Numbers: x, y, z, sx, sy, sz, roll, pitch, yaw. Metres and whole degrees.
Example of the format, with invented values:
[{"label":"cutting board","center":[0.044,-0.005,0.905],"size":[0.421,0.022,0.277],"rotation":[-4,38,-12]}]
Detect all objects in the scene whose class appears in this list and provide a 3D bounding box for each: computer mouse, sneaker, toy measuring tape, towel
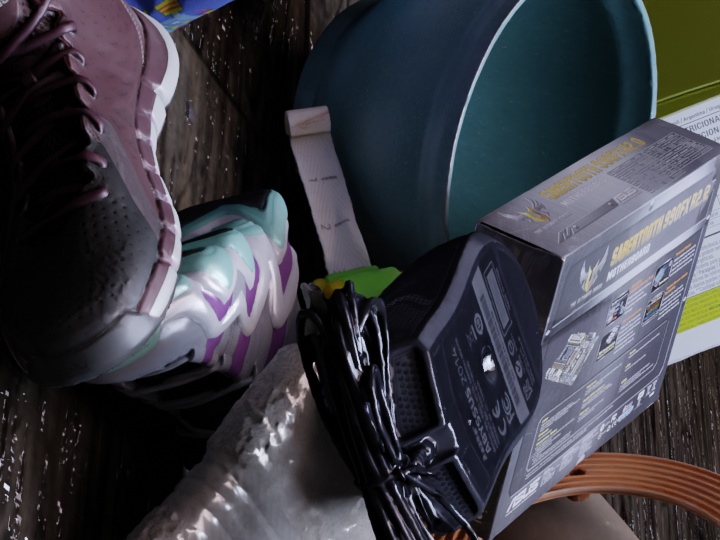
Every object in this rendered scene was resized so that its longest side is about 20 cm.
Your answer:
[{"label":"computer mouse","center":[0.023,0.045,0.803],"size":[0.200,0.053,0.139],"rotation":[-45,119,-63]},{"label":"sneaker","center":[-0.123,-0.057,0.724],"size":[0.116,0.076,0.200],"rotation":[54,19,-39]},{"label":"sneaker","center":[-0.056,0.052,0.817],"size":[0.200,0.078,0.140],"rotation":[-40,116,-68]},{"label":"toy measuring tape","center":[0.000,0.000,0.917],"size":[0.074,0.073,0.200],"rotation":[36,36,-62]},{"label":"towel","center":[-0.027,0.132,0.813],"size":[0.133,0.034,0.200],"rotation":[-52,139,-22]}]

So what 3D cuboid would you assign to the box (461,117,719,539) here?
[{"label":"box","center":[0.108,0.025,0.998],"size":[0.200,0.048,0.159],"rotation":[-31,138,-52]}]

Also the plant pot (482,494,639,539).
[{"label":"plant pot","center":[0.099,0.201,1.041],"size":[0.200,0.200,0.175],"rotation":[57,10,-45]}]

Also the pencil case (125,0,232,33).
[{"label":"pencil case","center":[-0.037,-0.165,0.824],"size":[0.087,0.200,0.078],"rotation":[52,31,-28]}]

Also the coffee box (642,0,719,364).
[{"label":"coffee box","center":[0.176,-0.074,1.308],"size":[0.200,0.200,0.198],"rotation":[-102,168,-52]}]

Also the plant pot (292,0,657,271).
[{"label":"plant pot","center":[0.049,-0.075,1.052],"size":[0.200,0.134,0.201],"rotation":[-29,127,-47]}]

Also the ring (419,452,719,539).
[{"label":"ring","center":[0.120,0.145,0.957],"size":[0.200,0.200,0.019],"rotation":[-63,154,-61]}]
